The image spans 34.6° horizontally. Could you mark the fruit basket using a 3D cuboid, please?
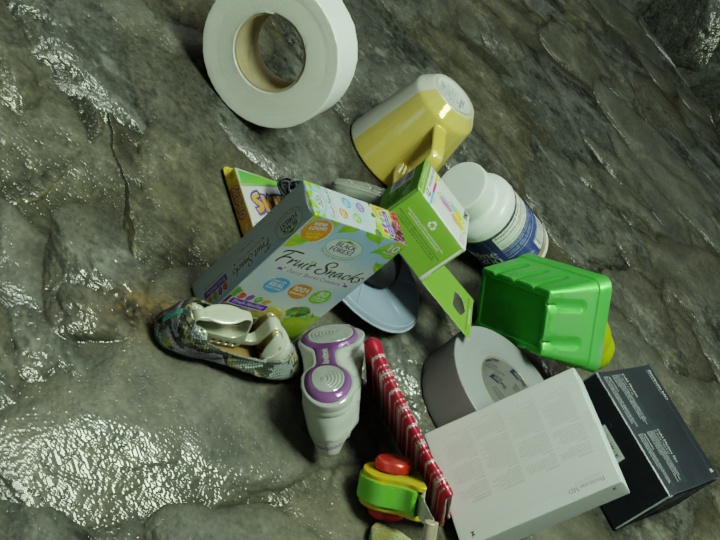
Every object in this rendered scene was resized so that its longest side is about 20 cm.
[{"bbox_3d":[0.290,0.067,1.646,0.214,0.156,0.216,7,9,-1],"label":"fruit basket"}]

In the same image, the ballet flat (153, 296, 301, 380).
[{"bbox_3d":[-0.124,0.072,1.235,0.200,0.072,0.072,18,42,-42],"label":"ballet flat"}]

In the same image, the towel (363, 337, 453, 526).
[{"bbox_3d":[0.054,0.181,1.301,0.145,0.022,0.201,85,-21,-65],"label":"towel"}]

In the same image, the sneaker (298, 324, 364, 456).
[{"bbox_3d":[-0.035,0.129,1.294,0.074,0.100,0.200,1,25,5],"label":"sneaker"}]

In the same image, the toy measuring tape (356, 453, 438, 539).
[{"bbox_3d":[0.034,0.240,1.214,0.074,0.074,0.200,44,2,-9],"label":"toy measuring tape"}]

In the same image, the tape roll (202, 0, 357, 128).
[{"bbox_3d":[-0.106,-0.295,1.535,0.203,0.202,0.071,49,30,0],"label":"tape roll"}]

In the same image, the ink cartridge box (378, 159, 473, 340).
[{"bbox_3d":[0.112,-0.030,1.512,0.200,0.076,0.148,51,18,-11],"label":"ink cartridge box"}]

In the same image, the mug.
[{"bbox_3d":[0.097,-0.202,1.746,0.149,0.153,0.187,9,49,-49],"label":"mug"}]

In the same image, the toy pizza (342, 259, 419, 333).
[{"bbox_3d":[0.000,0.000,1.508,0.200,0.032,0.201,36,33,-27],"label":"toy pizza"}]

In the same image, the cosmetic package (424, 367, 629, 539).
[{"bbox_3d":[0.190,0.224,1.344,0.052,0.199,0.151,49,19,-52],"label":"cosmetic package"}]

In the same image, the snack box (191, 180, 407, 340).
[{"bbox_3d":[-0.068,-0.005,1.261,0.142,0.200,0.053,15,45,-44],"label":"snack box"}]

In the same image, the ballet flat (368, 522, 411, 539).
[{"bbox_3d":[0.068,0.341,1.187,0.070,0.071,0.201,15,44,-44],"label":"ballet flat"}]

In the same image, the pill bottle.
[{"bbox_3d":[0.193,-0.075,1.724,0.200,0.111,0.111,41,27,-47],"label":"pill bottle"}]

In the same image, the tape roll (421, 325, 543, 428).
[{"bbox_3d":[0.173,0.173,1.511,0.200,0.066,0.201,32,34,-25],"label":"tape roll"}]

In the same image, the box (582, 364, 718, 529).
[{"bbox_3d":[0.395,0.251,1.676,0.182,0.104,0.201,0,56,-51],"label":"box"}]

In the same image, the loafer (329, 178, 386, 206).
[{"bbox_3d":[0.045,-0.071,1.614,0.199,0.070,0.070,22,9,-12],"label":"loafer"}]

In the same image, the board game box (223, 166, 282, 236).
[{"bbox_3d":[-0.107,-0.047,1.432,0.095,0.030,0.201,16,42,-45],"label":"board game box"}]

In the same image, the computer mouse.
[{"bbox_3d":[-0.012,-0.043,1.451,0.200,0.053,0.139,27,36,-37],"label":"computer mouse"}]
